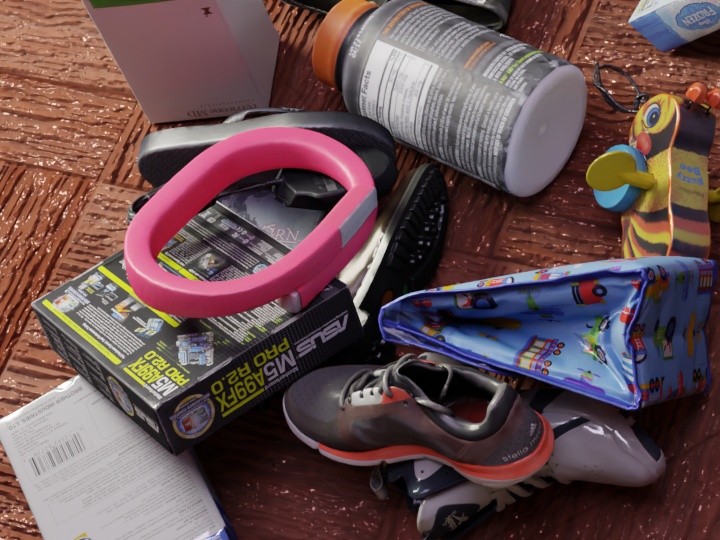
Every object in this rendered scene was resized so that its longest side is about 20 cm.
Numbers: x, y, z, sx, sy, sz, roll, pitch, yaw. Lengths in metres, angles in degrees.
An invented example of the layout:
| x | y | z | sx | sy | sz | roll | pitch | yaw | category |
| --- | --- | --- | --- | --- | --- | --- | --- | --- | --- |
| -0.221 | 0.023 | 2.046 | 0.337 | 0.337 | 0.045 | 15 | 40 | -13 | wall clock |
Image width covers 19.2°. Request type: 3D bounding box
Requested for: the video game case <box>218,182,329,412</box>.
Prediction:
| x | y | z | sx | sy | sz | roll | pitch | yaw | category |
| --- | --- | --- | --- | --- | --- | --- | --- | --- | --- |
| -0.109 | 0.007 | 1.594 | 0.143 | 0.019 | 0.200 | 6 | 60 | 20 | video game case |

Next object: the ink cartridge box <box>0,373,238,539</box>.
| x | y | z | sx | sy | sz | roll | pitch | yaw | category |
| --- | --- | --- | --- | --- | --- | --- | --- | --- | --- |
| -0.166 | 0.160 | 1.488 | 0.119 | 0.042 | 0.200 | -30 | 57 | -1 | ink cartridge box |

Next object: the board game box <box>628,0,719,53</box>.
| x | y | z | sx | sy | sz | roll | pitch | yaw | category |
| --- | --- | --- | --- | --- | --- | --- | --- | --- | --- |
| 0.307 | -0.268 | 1.566 | 0.043 | 0.199 | 0.200 | 38 | 67 | -15 | board game box |

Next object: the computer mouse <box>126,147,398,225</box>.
| x | y | z | sx | sy | sz | roll | pitch | yaw | category |
| --- | --- | --- | --- | --- | --- | --- | --- | --- | --- |
| -0.070 | -0.051 | 1.538 | 0.200 | 0.034 | 0.059 | -10 | 37 | -7 | computer mouse |

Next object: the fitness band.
| x | y | z | sx | sy | sz | roll | pitch | yaw | category |
| --- | --- | --- | --- | --- | --- | --- | --- | --- | --- |
| -0.073 | -0.032 | 1.463 | 0.143 | 0.037 | 0.200 | 17 | 43 | 28 | fitness band |

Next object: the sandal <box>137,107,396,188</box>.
| x | y | z | sx | sy | sz | roll | pitch | yaw | category |
| --- | --- | --- | --- | --- | --- | --- | --- | --- | --- |
| -0.072 | -0.098 | 1.596 | 0.200 | 0.076 | 0.043 | -1 | 55 | 15 | sandal |

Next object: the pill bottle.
| x | y | z | sx | sy | sz | roll | pitch | yaw | category |
| --- | --- | --- | --- | --- | --- | --- | --- | --- | --- |
| 0.060 | -0.138 | 1.587 | 0.200 | 0.106 | 0.106 | 27 | 68 | 29 | pill bottle |

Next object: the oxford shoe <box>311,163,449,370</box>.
| x | y | z | sx | sy | sz | roll | pitch | yaw | category |
| --- | --- | --- | --- | --- | --- | --- | --- | --- | --- |
| 0.000 | 0.000 | 1.536 | 0.084 | 0.073 | 0.200 | 12 | 58 | 32 | oxford shoe |

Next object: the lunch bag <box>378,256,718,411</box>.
| x | y | z | sx | sy | sz | roll | pitch | yaw | category |
| --- | --- | --- | --- | --- | --- | --- | --- | --- | --- |
| 0.117 | 0.032 | 1.411 | 0.200 | 0.150 | 0.094 | 5 | 94 | 26 | lunch bag |

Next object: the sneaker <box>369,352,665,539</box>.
| x | y | z | sx | sy | sz | roll | pitch | yaw | category |
| --- | --- | --- | --- | --- | --- | --- | --- | --- | --- |
| 0.093 | 0.139 | 1.411 | 0.199 | 0.080 | 0.130 | 19 | 66 | 26 | sneaker |

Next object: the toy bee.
| x | y | z | sx | sy | sz | roll | pitch | yaw | category |
| --- | --- | --- | --- | --- | --- | --- | --- | --- | --- |
| 0.210 | -0.079 | 1.490 | 0.131 | 0.109 | 0.200 | -11 | 71 | -37 | toy bee |

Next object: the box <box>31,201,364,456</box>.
| x | y | z | sx | sy | sz | roll | pitch | yaw | category |
| --- | --- | --- | --- | --- | --- | --- | --- | --- | --- |
| -0.116 | 0.034 | 1.487 | 0.160 | 0.044 | 0.200 | -33 | 35 | -19 | box |

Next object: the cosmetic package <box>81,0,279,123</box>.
| x | y | z | sx | sy | sz | roll | pitch | yaw | category |
| --- | --- | --- | --- | --- | --- | --- | --- | --- | --- |
| -0.142 | -0.207 | 1.633 | 0.107 | 0.200 | 0.085 | -5 | 54 | 16 | cosmetic package |

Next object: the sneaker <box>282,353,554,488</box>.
| x | y | z | sx | sy | sz | roll | pitch | yaw | category |
| --- | --- | --- | --- | --- | --- | --- | --- | --- | --- |
| 0.030 | 0.079 | 1.379 | 0.200 | 0.082 | 0.077 | 6 | 51 | 33 | sneaker |

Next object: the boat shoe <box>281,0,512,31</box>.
| x | y | z | sx | sy | sz | roll | pitch | yaw | category |
| --- | --- | --- | --- | --- | --- | --- | --- | --- | --- |
| 0.021 | -0.218 | 1.673 | 0.200 | 0.071 | 0.064 | 1 | 57 | 15 | boat shoe |
